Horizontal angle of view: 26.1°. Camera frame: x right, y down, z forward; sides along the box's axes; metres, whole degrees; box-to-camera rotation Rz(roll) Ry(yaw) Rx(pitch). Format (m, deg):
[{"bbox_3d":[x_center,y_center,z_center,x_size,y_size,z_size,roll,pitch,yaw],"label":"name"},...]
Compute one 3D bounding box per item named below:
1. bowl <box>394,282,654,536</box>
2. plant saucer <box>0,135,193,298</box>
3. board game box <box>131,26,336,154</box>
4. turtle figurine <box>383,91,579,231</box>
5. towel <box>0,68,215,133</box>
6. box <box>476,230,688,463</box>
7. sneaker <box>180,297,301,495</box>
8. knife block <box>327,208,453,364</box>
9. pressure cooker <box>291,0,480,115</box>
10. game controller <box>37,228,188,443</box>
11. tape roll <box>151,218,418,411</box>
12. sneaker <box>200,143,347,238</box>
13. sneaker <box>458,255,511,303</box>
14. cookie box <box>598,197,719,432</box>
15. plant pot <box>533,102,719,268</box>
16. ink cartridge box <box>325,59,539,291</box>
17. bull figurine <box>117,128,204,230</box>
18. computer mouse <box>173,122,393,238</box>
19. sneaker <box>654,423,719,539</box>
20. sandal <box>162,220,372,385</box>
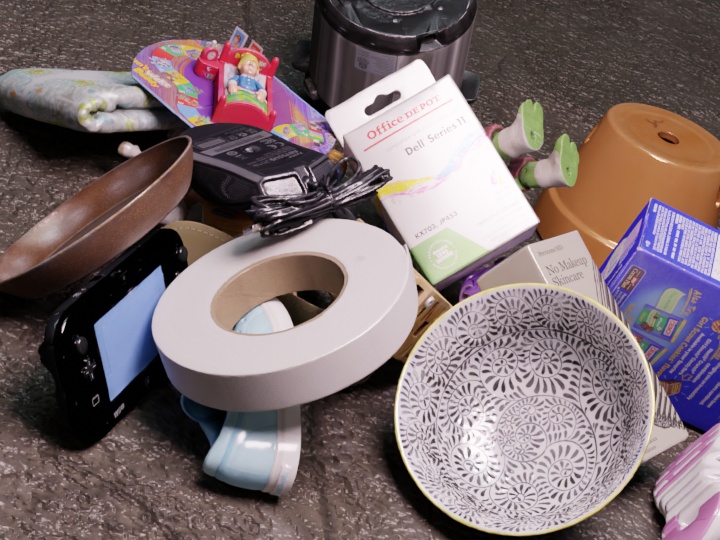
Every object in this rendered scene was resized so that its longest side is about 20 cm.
[{"bbox_3d":[0.133,0.120,1.210,0.201,0.201,0.094,37,-10,27],"label":"bowl"},{"bbox_3d":[-0.210,-0.037,1.239,0.035,0.200,0.200,56,26,-16],"label":"plant saucer"},{"bbox_3d":[-0.111,-0.171,1.423,0.200,0.039,0.158,40,35,23],"label":"board game box"},{"bbox_3d":[0.112,-0.123,1.527,0.193,0.144,0.200,-14,19,37],"label":"turtle figurine"},{"bbox_3d":[-0.223,-0.165,1.478,0.199,0.048,0.171,-9,15,-39],"label":"towel"},{"bbox_3d":[0.185,0.073,1.292,0.082,0.068,0.201,-18,76,-47],"label":"box"},{"bbox_3d":[-0.095,0.081,1.180,0.082,0.074,0.200,12,34,-20],"label":"sneaker"},{"bbox_3d":[0.000,0.000,1.305,0.176,0.064,0.200,43,2,19],"label":"knife block"},{"bbox_3d":[0.028,-0.237,1.669,0.178,0.200,0.176,-28,59,-24],"label":"pressure cooker"},{"bbox_3d":[-0.176,0.046,1.171,0.042,0.105,0.200,-8,20,25],"label":"game controller"},{"bbox_3d":[-0.056,0.029,1.162,0.202,0.037,0.203,-11,32,7],"label":"tape roll"},{"bbox_3d":[-0.085,-0.053,1.398,0.075,0.088,0.200,27,36,21],"label":"sneaker"},{"bbox_3d":[0.121,0.040,1.393,0.088,0.081,0.200,17,31,24],"label":"sneaker"},{"bbox_3d":[0.300,0.052,1.358,0.199,0.171,0.075,26,48,-2],"label":"cookie box"},{"bbox_3d":[0.298,-0.083,1.632,0.199,0.140,0.200,15,31,-9],"label":"plant pot"},{"bbox_3d":[0.061,-0.094,1.406,0.200,0.117,0.067,59,-4,9],"label":"ink cartridge box"},{"bbox_3d":[-0.161,-0.079,1.418,0.121,0.065,0.200,29,25,27],"label":"bull figurine"},{"bbox_3d":[-0.082,-0.070,1.276,0.138,0.053,0.200,-21,32,-34],"label":"computer mouse"},{"bbox_3d":[0.290,0.194,1.230,0.088,0.081,0.200,41,21,-4],"label":"sneaker"},{"bbox_3d":[-0.080,0.033,1.307,0.211,0.078,0.070,30,0,4],"label":"sandal"}]
